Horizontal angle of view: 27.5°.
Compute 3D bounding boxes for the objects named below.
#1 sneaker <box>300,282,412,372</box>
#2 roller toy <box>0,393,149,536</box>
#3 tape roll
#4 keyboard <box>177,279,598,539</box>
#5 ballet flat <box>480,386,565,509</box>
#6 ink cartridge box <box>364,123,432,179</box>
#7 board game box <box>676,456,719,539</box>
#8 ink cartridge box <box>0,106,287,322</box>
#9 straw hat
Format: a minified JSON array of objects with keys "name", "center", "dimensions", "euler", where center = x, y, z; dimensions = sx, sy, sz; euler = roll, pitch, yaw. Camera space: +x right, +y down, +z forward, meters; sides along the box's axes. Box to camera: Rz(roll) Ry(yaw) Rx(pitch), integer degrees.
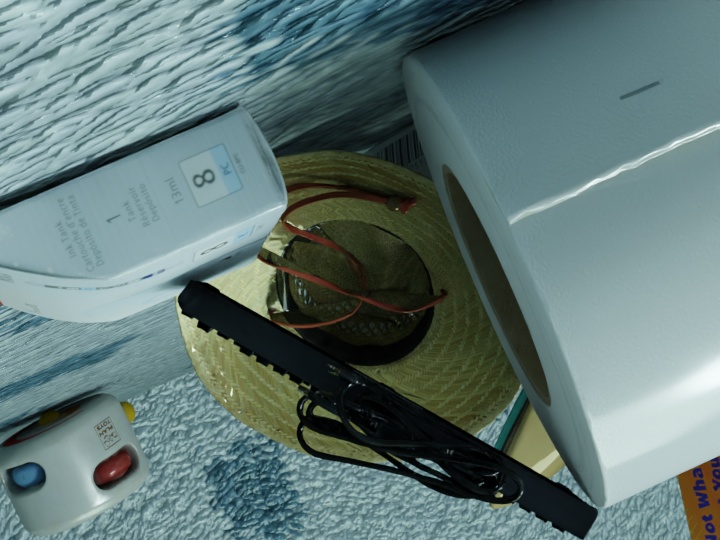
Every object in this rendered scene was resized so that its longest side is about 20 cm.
[{"name":"sneaker","center":[0.013,0.011,0.885],"dimensions":[0.081,0.201,0.074],"euler":[-40,136,15]},{"name":"roller toy","center":[-0.381,0.248,1.939],"dimensions":[0.199,0.141,0.182],"euler":[-26,-172,-8]},{"name":"tape roll","center":[0.117,-0.022,0.606],"dimensions":[0.138,0.204,0.203],"euler":[-24,177,-1]},{"name":"keyboard","center":[0.003,0.067,0.625],"dimensions":[0.040,0.199,0.104],"euler":[-61,177,-2]},{"name":"ballet flat","center":[0.122,0.032,0.726],"dimensions":[0.069,0.063,0.202],"euler":[44,68,-78]},{"name":"ink cartridge box","center":[0.126,-0.057,0.833],"dimensions":[0.199,0.051,0.160],"euler":[10,154,-40]},{"name":"board game box","center":[0.290,0.069,0.719],"dimensions":[0.198,0.202,0.200],"euler":[8,151,-31]},{"name":"ink cartridge box","center":[-0.133,0.007,0.610],"dimensions":[0.199,0.048,0.160],"euler":[-26,178,-11]},{"name":"straw hat","center":[0.000,0.000,0.780],"dimensions":[0.200,0.202,0.085],"euler":[-25,-150,23]}]
